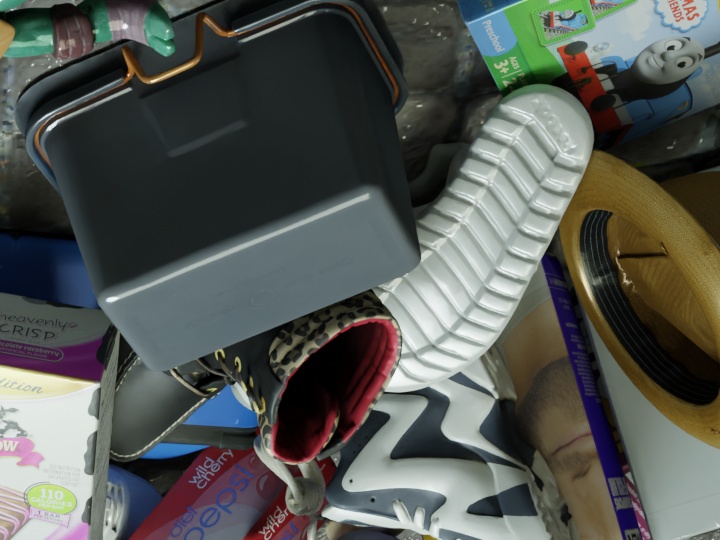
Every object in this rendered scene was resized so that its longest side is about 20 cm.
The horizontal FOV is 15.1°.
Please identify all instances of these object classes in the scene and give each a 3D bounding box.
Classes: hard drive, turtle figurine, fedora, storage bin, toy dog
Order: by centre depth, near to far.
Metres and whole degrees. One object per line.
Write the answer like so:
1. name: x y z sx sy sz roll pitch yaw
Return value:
1. turtle figurine: -0.192 -0.104 1.302 0.199 0.101 0.150 -28 161 -10
2. storage bin: -0.066 -0.049 1.395 0.199 0.135 0.146 -22 144 7
3. fedora: 0.186 0.003 1.481 0.081 0.201 0.201 -28 147 -16
4. hard drive: 0.204 0.045 1.578 0.131 0.201 0.026 -16 171 0
5. toy dog: -0.024 0.191 1.613 0.096 0.132 0.200 -35 142 17

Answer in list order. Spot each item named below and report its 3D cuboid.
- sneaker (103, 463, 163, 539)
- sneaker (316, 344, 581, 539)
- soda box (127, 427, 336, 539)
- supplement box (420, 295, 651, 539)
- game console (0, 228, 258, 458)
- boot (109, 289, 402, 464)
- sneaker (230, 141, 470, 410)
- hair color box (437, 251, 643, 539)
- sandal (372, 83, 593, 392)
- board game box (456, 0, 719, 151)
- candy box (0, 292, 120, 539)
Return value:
1. sneaker: -0.175 0.148 1.624 0.099 0.075 0.199 -4 169 38
2. sneaker: 0.044 0.140 1.523 0.129 0.200 0.079 -26 169 14
3. soda box: -0.098 0.179 1.654 0.200 0.070 0.064 -51 145 -16
4. supplement box: 0.130 0.105 1.679 0.199 0.131 0.103 -27 144 13
5. game console: -0.164 0.048 1.584 0.199 0.118 0.172 5 108 -28
6. boot: -0.066 0.053 1.467 0.200 0.151 0.073 -47 130 9
7. sneaker: 0.000 0.000 1.532 0.200 0.070 0.080 -39 129 -4
8. hair color box: 0.089 0.101 1.586 0.109 0.201 0.065 -18 173 14
9. sandal: 0.062 -0.014 1.479 0.082 0.050 0.203 39 110 -2
10. board game box: 0.165 -0.139 1.449 0.199 0.037 0.151 -23 144 8
11. candy box: -0.206 0.103 1.471 0.135 0.061 0.201 9 129 1
